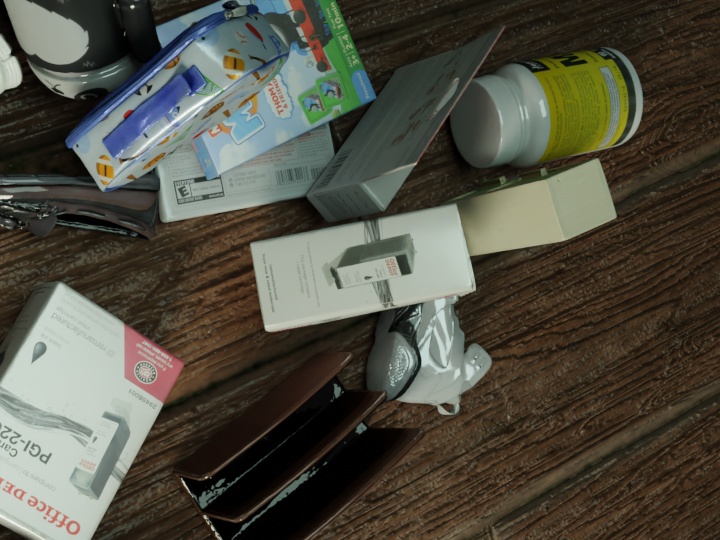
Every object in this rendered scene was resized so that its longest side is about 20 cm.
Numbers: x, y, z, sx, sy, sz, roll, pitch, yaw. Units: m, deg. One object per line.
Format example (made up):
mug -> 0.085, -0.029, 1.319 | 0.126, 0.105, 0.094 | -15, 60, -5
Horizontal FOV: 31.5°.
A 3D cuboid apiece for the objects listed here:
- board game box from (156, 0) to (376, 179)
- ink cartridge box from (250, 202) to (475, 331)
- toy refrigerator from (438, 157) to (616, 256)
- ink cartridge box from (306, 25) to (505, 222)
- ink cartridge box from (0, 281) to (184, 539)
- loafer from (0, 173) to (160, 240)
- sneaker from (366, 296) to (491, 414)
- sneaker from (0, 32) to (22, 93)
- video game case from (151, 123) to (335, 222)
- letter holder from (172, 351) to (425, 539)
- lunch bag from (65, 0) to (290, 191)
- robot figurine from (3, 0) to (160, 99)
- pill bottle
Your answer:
board game box -> -0.096, -0.200, 1.263 | 0.198, 0.036, 0.153 | -29, 100, -27
ink cartridge box -> 0.000, 0.000, 1.221 | 0.197, 0.147, 0.084 | -11, 87, -3
toy refrigerator -> 0.168, -0.065, 1.331 | 0.075, 0.199, 0.071 | -22, 95, -28
ink cartridge box -> 0.055, -0.143, 1.272 | 0.045, 0.175, 0.201 | 47, 58, -23
ink cartridge box -> -0.270, 0.133, 1.135 | 0.145, 0.084, 0.202 | 35, 72, -22
loafer -> -0.273, -0.056, 1.160 | 0.197, 0.071, 0.064 | -4, 92, -32
sneaker -> 0.083, 0.052, 1.348 | 0.114, 0.075, 0.203 | 22, 80, -26
sneaker -> -0.386, -0.224, 1.107 | 0.090, 0.078, 0.201 | -41, 104, -18
video game case -> -0.124, -0.155, 1.277 | 0.197, 0.023, 0.185 | -12, 92, -29
letter holder -> -0.055, 0.175, 1.218 | 0.199, 0.142, 0.101 | -38, 103, -26
lunch bag -> -0.158, -0.156, 1.116 | 0.076, 0.199, 0.160 | 52, 23, -4
robot figurine -> -0.253, -0.245, 1.121 | 0.123, 0.202, 0.151 | -17, 50, -8
pill bottle -> 0.204, -0.177, 1.410 | 0.198, 0.114, 0.116 | -15, 93, -30
